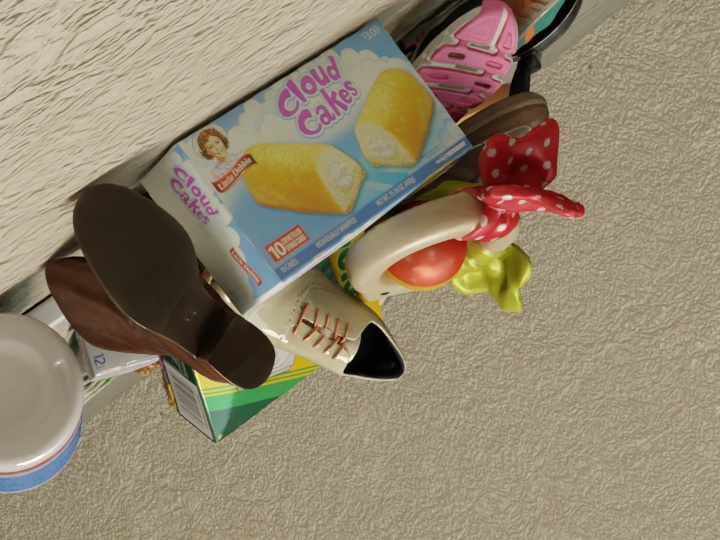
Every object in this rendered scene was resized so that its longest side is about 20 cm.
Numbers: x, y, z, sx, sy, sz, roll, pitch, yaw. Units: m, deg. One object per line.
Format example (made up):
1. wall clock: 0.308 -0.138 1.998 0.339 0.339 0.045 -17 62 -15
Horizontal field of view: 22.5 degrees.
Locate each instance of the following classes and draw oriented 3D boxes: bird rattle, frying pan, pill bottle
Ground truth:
1. bird rattle: 0.070 -0.020 1.272 0.162 0.113 0.200 -20 174 -10
2. frying pan: 0.152 -0.198 1.502 0.115 0.031 0.190 -39 -145 15
3. pill bottle: -0.259 0.104 1.329 0.112 0.112 0.200 -36 174 -16

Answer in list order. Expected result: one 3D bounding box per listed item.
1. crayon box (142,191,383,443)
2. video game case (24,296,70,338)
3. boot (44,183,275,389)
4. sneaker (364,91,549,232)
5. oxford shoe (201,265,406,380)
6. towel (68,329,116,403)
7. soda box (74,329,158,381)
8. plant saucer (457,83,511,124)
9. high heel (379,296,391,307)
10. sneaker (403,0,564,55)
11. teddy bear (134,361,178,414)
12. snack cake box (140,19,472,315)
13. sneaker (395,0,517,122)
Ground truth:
1. crayon box: -0.077 0.000 1.335 0.172 0.058 0.201 -35 135 -24
2. video game case: -0.325 0.095 1.494 0.200 0.023 0.182 -37 179 -15
3. boot: -0.167 0.004 1.197 0.064 0.187 0.200 -49 -147 -18
4. sneaker: 0.075 -0.057 1.412 0.200 0.076 0.070 -36 162 13
5. oxford shoe: -0.035 0.031 1.294 0.200 0.074 0.071 23 96 -50
6. towel: -0.213 0.039 1.728 0.200 0.031 0.149 -39 -158 18
7. soda box: -0.210 0.055 1.554 0.063 0.069 0.200 -16 178 -11
8. plant saucer: 0.055 -0.101 1.584 0.200 0.032 0.200 -27 175 -2
9. high heel: 0.000 0.000 1.527 0.200 0.071 0.143 -45 178 -1
10. sneaker: 0.110 -0.200 1.474 0.200 0.072 0.080 -38 175 27
11. teddy bear: -0.148 0.064 1.731 0.067 0.146 0.200 4 159 -33
12. snack cake box: -0.034 -0.072 1.226 0.200 0.115 0.067 -37 179 -35
13. sneaker: 0.053 -0.156 1.408 0.073 0.088 0.200 8 142 -24
